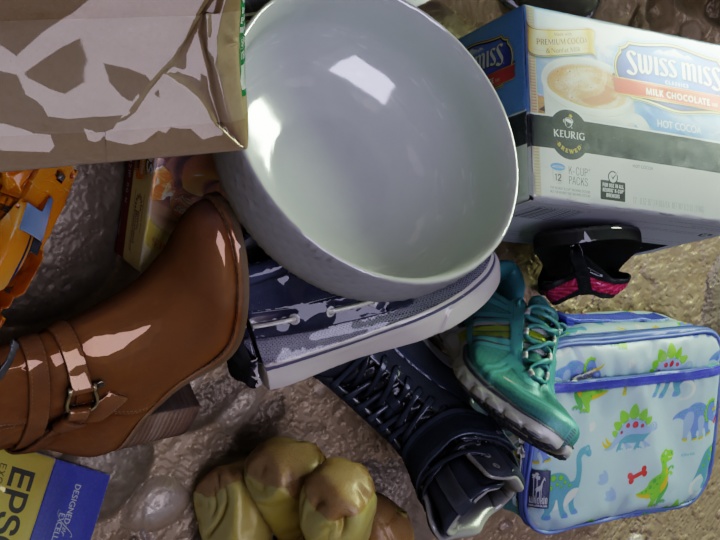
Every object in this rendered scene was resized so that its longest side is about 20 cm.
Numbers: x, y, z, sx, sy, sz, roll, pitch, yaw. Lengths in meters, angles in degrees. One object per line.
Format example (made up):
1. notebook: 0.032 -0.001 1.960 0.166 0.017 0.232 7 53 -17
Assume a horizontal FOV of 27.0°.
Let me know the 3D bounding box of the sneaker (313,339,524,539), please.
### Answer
1. sneaker: 0.032 0.100 1.037 0.202 0.147 0.077 33 113 -30

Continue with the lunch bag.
1. lunch bag: 0.188 0.112 1.169 0.198 0.082 0.163 -1 102 -31

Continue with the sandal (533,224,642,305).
1. sandal: 0.160 0.005 1.069 0.074 0.200 0.046 -2 76 5

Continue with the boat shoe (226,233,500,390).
1. boat shoe: 0.000 0.000 0.975 0.199 0.075 0.094 -23 122 -19

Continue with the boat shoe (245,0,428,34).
1. boat shoe: -0.034 -0.190 0.973 0.198 0.071 0.064 -16 111 -23

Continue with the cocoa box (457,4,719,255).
1. cocoa box: 0.157 -0.092 1.050 0.198 0.133 0.133 5 79 -30

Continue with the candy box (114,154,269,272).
1. candy box: -0.057 -0.055 1.003 0.198 0.055 0.117 3 104 -30

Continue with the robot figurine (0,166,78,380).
1. robot figurine: -0.252 0.010 0.866 0.058 0.144 0.201 44 68 -52

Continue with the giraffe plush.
1. giraffe plush: -0.010 0.216 1.056 0.161 0.172 0.202 0 99 -46

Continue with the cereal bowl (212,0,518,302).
1. cereal bowl: -0.006 -0.069 0.917 0.198 0.083 0.202 14 60 -25

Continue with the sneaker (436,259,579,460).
1. sneaker: 0.106 0.055 1.038 0.080 0.200 0.077 -45 120 12

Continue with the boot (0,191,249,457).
1. boot: -0.160 0.038 0.912 0.154 0.077 0.201 -4 139 -34

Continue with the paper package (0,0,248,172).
1. paper package: -0.167 -0.131 0.820 0.189 0.200 0.105 -7 110 -15

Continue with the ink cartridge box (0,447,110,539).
1. ink cartridge box: -0.266 0.199 0.942 0.199 0.047 0.200 21 79 -29

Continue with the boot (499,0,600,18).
1. boot: 0.133 -0.226 0.995 0.200 0.174 0.070 39 83 -30
